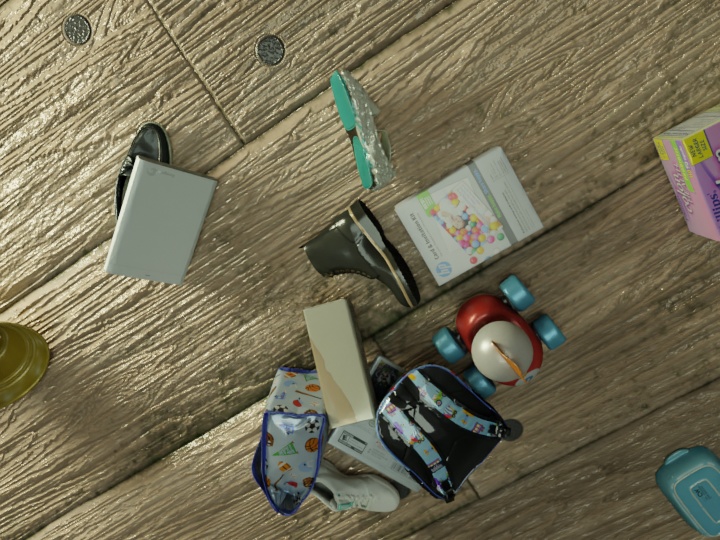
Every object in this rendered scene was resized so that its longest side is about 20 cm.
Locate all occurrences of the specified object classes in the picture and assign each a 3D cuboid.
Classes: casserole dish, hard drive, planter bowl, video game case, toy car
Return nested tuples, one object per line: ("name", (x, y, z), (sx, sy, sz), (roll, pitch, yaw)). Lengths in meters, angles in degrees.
("casserole dish", (0.649, 0.423, 1.047), (0.121, 0.039, 0.200), (-38, 99, 10))
("hard drive", (-0.336, -0.078, 0.939), (0.132, 0.026, 0.200), (12, 108, -36))
("planter bowl", (-0.677, 0.154, 0.996), (0.083, 0.200, 0.201), (38, 107, 34))
("video game case", (0.068, 0.278, 1.013), (0.200, 0.023, 0.182), (32, 87, -10))
("toy car", (0.238, 0.136, 0.909), (0.184, 0.200, 0.177), (-39, 100, 12))

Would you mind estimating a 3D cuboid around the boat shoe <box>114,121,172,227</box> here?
("boat shoe", (-0.372, -0.150, 0.933), (0.074, 0.066, 0.200), (23, 104, -2))

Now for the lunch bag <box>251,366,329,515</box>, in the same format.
("lunch bag", (-0.119, 0.297, 0.983), (0.123, 0.170, 0.201), (5, 107, 0))

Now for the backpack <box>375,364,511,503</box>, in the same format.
("backpack", (0.117, 0.253, 0.940), (0.200, 0.135, 0.183), (43, 85, -10))

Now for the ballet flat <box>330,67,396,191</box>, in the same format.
("ballet flat", (0.009, -0.230, 0.905), (0.072, 0.072, 0.201), (-15, 105, 6))

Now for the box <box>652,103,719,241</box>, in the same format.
("box", (0.600, -0.174, 0.866), (0.200, 0.097, 0.176), (-26, 102, 10))

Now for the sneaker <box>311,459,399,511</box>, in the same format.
("sneaker", (-0.022, 0.427, 1.054), (0.199, 0.089, 0.075), (19, 103, -2))

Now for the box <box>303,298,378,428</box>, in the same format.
("box", (-0.031, 0.156, 0.948), (0.077, 0.095, 0.201), (-15, 79, 4))

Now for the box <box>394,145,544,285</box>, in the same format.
("box", (0.180, -0.091, 0.936), (0.200, 0.041, 0.156), (-29, 101, 11))

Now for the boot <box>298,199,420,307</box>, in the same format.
("boot", (0.000, 0.000, 0.958), (0.138, 0.077, 0.200), (-33, 87, 14))
